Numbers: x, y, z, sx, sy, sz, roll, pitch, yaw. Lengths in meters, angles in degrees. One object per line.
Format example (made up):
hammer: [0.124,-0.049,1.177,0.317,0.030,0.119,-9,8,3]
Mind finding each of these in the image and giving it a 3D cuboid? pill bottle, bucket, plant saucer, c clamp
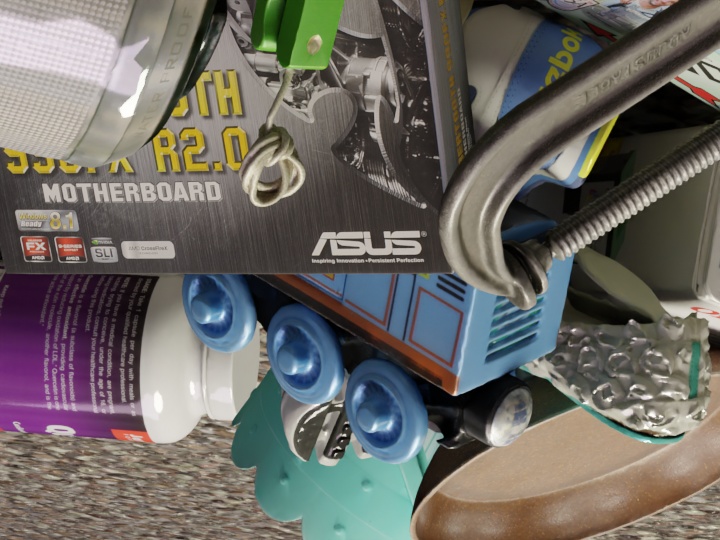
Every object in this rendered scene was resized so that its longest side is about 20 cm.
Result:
pill bottle: [-0.170,0.052,1.334,0.199,0.113,0.112,4,163,10]
bucket: [0.040,0.084,1.178,0.207,0.135,0.207,26,-159,-11]
plant saucer: [0.115,0.087,1.026,0.200,0.035,0.200,-16,155,-7]
c clamp: [0.113,-0.044,0.791,0.200,0.027,0.171,-30,153,-16]

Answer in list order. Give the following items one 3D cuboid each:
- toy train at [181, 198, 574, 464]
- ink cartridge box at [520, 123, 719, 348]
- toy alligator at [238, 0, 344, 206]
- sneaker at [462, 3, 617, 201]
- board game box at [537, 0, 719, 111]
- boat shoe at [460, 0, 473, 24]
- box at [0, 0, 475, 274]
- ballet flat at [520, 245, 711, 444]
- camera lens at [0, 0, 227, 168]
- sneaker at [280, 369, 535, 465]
toy train: [0.000,0.000,0.903,0.200,0.115,0.087,31,-147,35]
ink cartridge box: [0.164,-0.007,1.010,0.144,0.084,0.200,16,171,-28]
toy alligator: [-0.018,-0.118,0.721,0.059,0.054,0.200,-1,130,-28]
sneaker: [0.053,-0.074,0.911,0.082,0.074,0.200,27,166,-11]
board game box: [0.184,-0.101,0.846,0.134,0.029,0.200,-9,157,44]
boat shoe: [-0.047,-0.100,0.873,0.200,0.075,0.068,-23,125,37]
box: [-0.058,-0.079,0.805,0.199,0.159,0.048,1,-157,20]
ballet flat: [0.082,0.013,0.938,0.200,0.072,0.072,26,178,40]
camera lens: [-0.142,-0.127,0.660,0.199,0.161,0.160,12,162,-18]
sneaker: [0.046,0.044,1.036,0.199,0.081,0.075,1,136,-29]
